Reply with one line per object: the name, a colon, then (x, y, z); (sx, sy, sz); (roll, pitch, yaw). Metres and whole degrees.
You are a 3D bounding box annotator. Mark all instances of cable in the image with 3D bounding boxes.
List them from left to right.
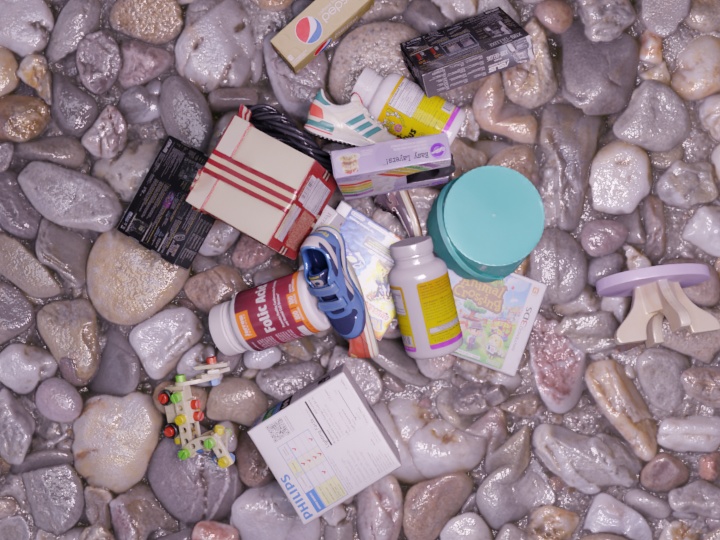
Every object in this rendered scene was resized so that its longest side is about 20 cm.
cable: (-0.119, -0.231, 1.505); (0.200, 0.163, 0.051); (31, 78, 15)

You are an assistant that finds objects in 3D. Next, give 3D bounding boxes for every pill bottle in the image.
pill bottle: (-0.159, 0.078, 1.518); (0.200, 0.114, 0.114); (-19, 90, 18)
pill bottle: (0.082, -0.287, 1.545); (0.200, 0.104, 0.104); (29, 90, 1)
pill bottle: (0.109, 0.045, 1.496); (0.104, 0.104, 0.200); (-14, 102, 0)

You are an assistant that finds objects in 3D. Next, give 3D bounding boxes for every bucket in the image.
bucket: (0.222, -0.084, 1.516); (0.207, 0.135, 0.207); (0, 82, -3)

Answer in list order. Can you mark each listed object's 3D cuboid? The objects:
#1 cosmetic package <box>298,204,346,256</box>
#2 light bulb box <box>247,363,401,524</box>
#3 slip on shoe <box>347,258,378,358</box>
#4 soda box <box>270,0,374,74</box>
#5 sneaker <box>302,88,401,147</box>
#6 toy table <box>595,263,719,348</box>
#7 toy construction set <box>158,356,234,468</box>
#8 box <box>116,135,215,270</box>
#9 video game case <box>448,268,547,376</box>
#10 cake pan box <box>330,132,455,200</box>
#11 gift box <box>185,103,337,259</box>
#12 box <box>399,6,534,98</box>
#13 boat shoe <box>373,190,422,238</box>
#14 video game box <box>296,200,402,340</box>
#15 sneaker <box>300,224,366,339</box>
cosmetic package: (-0.137, -0.114, 1.537); (0.200, 0.071, 0.101); (37, 91, 14)
light bulb box: (-0.063, 0.305, 1.531); (0.200, 0.125, 0.198); (-31, 90, 1)
slip on shoe: (-0.020, 0.063, 1.518); (0.061, 0.074, 0.200); (-15, 95, 4)
soda box: (-0.067, -0.453, 1.565); (0.200, 0.064, 0.068); (-42, 90, 0)
sneaker: (0.005, -0.256, 1.485); (0.200, 0.070, 0.094); (13, 95, -9)
toy table: (0.528, 0.063, 1.520); (0.200, 0.184, 0.117); (-11, 73, 8)
toy construction set: (-0.289, 0.256, 1.547); (0.131, 0.092, 0.200); (-6, 81, 24)
box: (-0.327, -0.123, 1.538); (0.160, 0.044, 0.200); (28, 89, 29)
video game case: (0.221, 0.078, 1.584); (0.200, 0.022, 0.182); (20, 90, 0)
cake pan box: (0.057, -0.173, 1.442); (0.200, 0.184, 0.052); (-9, 85, 2)
gift box: (-0.167, -0.146, 1.413); (0.187, 0.200, 0.185); (29, 84, 16)
box: (0.186, -0.389, 1.520); (0.200, 0.158, 0.050); (-21, 127, -1)
boat shoe: (0.055, -0.137, 1.563); (0.065, 0.072, 0.200); (-23, 86, 5)
video game box: (0.000, 0.000, 1.573); (0.200, 0.047, 0.182); (32, 92, 0)
sneaker: (-0.052, 0.028, 1.448); (0.074, 0.082, 0.200); (-15, 100, 30)
